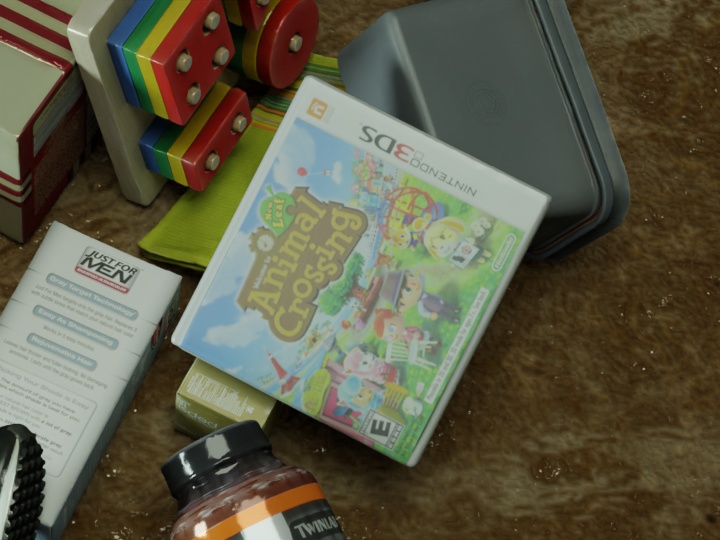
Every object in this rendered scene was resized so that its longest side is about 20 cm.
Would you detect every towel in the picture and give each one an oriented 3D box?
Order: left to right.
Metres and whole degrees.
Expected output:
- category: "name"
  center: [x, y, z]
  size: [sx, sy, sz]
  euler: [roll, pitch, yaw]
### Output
- category: "towel"
  center: [-0.071, -0.079, 1.680]
  size: [0.086, 0.018, 0.200]
  euler: [11, 55, 45]

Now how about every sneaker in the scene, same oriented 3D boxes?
- category: "sneaker"
  center: [-0.261, 0.188, 1.494]
  size: [0.090, 0.070, 0.200]
  euler: [14, 94, 8]

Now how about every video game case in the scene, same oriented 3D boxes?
- category: "video game case"
  center: [0.000, 0.000, 1.553]
  size: [0.182, 0.022, 0.200]
  euler: [27, 90, 7]

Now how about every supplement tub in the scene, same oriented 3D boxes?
- category: "supplement tub"
  center: [-0.054, 0.198, 1.511]
  size: [0.107, 0.107, 0.200]
  euler: [-24, 79, -17]

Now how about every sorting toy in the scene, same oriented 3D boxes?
- category: "sorting toy"
  center: [-0.101, -0.166, 1.637]
  size: [0.070, 0.200, 0.199]
  euler: [23, 63, 21]

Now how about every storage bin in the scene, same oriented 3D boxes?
- category: "storage bin"
  center: [0.071, -0.099, 1.647]
  size: [0.134, 0.146, 0.200]
  euler: [-11, 77, -33]

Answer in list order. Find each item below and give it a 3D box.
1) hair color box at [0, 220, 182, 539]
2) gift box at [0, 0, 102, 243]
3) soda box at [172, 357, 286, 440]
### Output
- category: "hair color box"
  center: [-0.206, 0.077, 1.593]
  size: [0.099, 0.061, 0.200]
  euler: [24, 65, 5]
- category: "gift box"
  center: [-0.266, -0.164, 1.630]
  size: [0.187, 0.200, 0.185]
  euler: [27, 59, 8]
- category: "soda box"
  center: [-0.055, 0.030, 1.628]
  size: [0.064, 0.068, 0.200]
  euler: [26, 64, 6]
